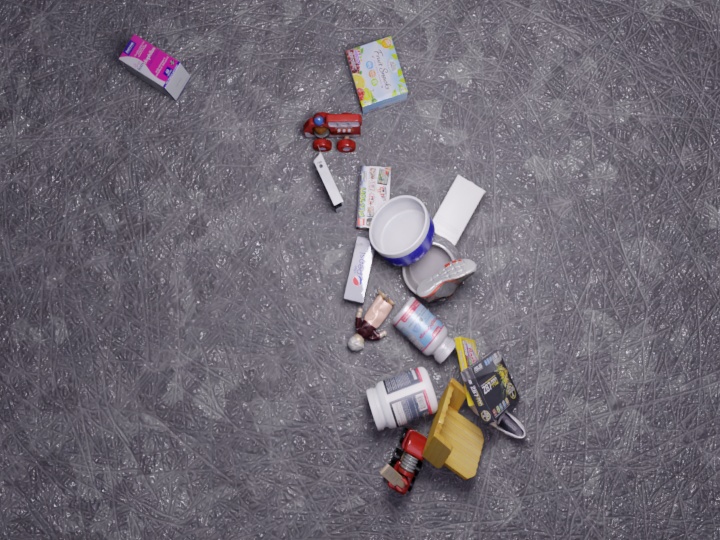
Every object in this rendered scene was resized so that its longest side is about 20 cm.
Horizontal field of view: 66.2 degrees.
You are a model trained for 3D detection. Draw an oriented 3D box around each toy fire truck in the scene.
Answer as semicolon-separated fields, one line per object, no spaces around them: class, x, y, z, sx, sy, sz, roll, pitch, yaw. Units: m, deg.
toy fire truck;0.128;0.564;1.623;0.126;0.200;0.180;27;84;5
toy fire truck;-0.090;-0.463;1.777;0.192;0.168;0.117;2;82;2

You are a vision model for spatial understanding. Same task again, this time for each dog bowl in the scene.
dog bowl;0.127;-0.121;1.690;0.194;0.079;0.206;-15;57;24
dog bowl;0.218;-0.007;1.726;0.192;0.059;0.208;3;105;12

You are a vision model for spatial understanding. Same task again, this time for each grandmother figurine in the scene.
grandmother figurine;0.032;0.171;1.751;0.120;0.061;0.202;38;88;5

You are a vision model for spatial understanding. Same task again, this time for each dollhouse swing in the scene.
dollhouse swing;0.296;0.472;1.614;0.171;0.185;0.202;24;48;8

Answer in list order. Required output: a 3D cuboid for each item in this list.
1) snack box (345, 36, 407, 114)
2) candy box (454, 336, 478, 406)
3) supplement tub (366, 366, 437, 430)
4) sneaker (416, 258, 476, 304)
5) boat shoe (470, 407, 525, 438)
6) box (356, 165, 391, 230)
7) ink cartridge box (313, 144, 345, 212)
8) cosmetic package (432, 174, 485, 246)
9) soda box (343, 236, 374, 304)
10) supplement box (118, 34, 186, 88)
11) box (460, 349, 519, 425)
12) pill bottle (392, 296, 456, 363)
snack box;0.054;-0.652;1.847;0.163;0.068;0.207;-16;83;0
candy box;0.338;0.308;1.680;0.026;0.101;0.207;-22;66;31
supplement tub;0.126;0.390;1.676;0.194;0.140;0.145;-19;82;0
sneaker;0.268;0.038;1.670;0.196;0.078;0.082;-28;124;19
boat shoe;0.422;0.443;1.696;0.196;0.065;0.075;30;85;6
box;0.044;-0.237;1.811;0.106;0.035;0.208;3;83;3
ink cartridge box;-0.107;-0.296;1.792;0.038;0.100;0.205;-23;82;0
cosmetic package;0.303;-0.186;1.770;0.106;0.085;0.204;31;84;5
soda box;0.000;0.000;1.768;0.066;0.063;0.208;11;83;4
supplement box;-0.691;-0.682;1.861;0.196;0.103;0.103;31;86;7
box;0.391;0.345;1.654;0.049;0.197;0.165;-32;79;38
pill bottle;0.200;0.188;1.714;0.199;0.109;0.109;42;86;6
